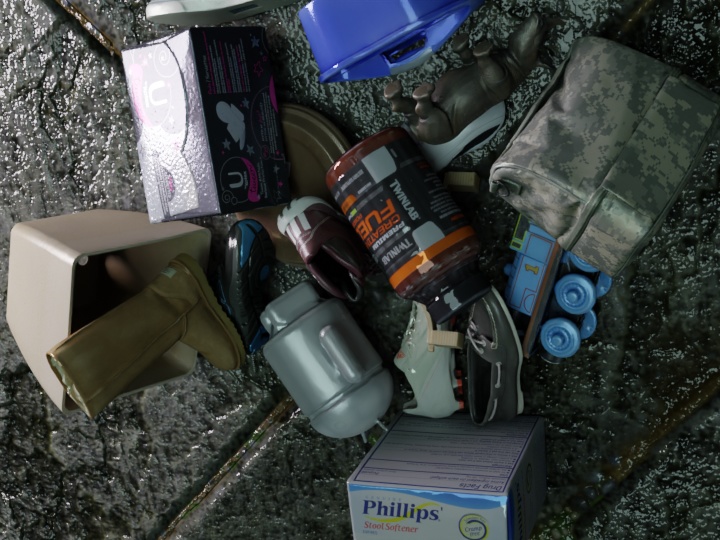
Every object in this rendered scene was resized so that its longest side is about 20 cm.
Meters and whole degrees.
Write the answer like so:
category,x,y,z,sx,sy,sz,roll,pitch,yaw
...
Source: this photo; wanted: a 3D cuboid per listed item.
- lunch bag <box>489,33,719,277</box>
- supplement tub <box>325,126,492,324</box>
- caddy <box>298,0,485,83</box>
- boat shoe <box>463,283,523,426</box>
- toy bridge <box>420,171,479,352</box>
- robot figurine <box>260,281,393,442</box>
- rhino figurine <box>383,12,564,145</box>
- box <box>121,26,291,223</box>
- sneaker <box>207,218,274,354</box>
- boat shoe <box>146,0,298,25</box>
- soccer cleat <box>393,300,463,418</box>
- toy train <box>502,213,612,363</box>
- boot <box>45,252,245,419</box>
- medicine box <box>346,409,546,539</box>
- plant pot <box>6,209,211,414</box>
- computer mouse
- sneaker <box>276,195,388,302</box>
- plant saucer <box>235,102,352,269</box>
category,x,y,z,sx,sy,sz,roll,pitch,yaw
lunch bag,0.239,-0.121,1.168,0.167,0.139,0.200,33,72,6
supplement tub,0.055,-0.045,1.243,0.107,0.107,0.200,-39,80,27
caddy,0.035,-0.259,1.229,0.199,0.141,0.105,-24,95,27
boat shoe,0.143,0.103,1.314,0.057,0.067,0.201,-25,133,-12
toy bridge,0.088,-0.010,1.307,0.067,0.027,0.201,4,81,20
robot figurine,-0.037,0.113,1.392,0.113,0.170,0.200,-33,86,-16
rhino figurine,0.126,-0.203,1.222,0.199,0.060,0.088,-34,135,0
box,-0.174,-0.161,1.318,0.132,0.114,0.201,-5,94,43
sneaker,-0.153,0.016,1.410,0.082,0.073,0.201,27,136,21
boat shoe,-0.153,-0.323,1.326,0.200,0.070,0.072,-7,86,24
soccer cleat,0.074,0.082,1.369,0.077,0.069,0.201,-5,110,4
toy train,0.212,0.003,1.288,0.114,0.087,0.201,24,118,21
boot,-0.244,0.100,1.367,0.066,0.200,0.176,9,134,49
medicine box,0.104,0.246,1.344,0.181,0.200,0.104,0,108,21
plant pot,-0.323,0.026,1.433,0.177,0.199,0.201,26,117,35
computer mouse,0.068,-0.141,1.301,0.200,0.044,0.110,-35,76,25
sneaker,0.000,0.000,1.295,0.199,0.116,0.076,20,121,-37
plant saucer,-0.081,-0.093,1.368,0.199,0.029,0.201,14,117,31
